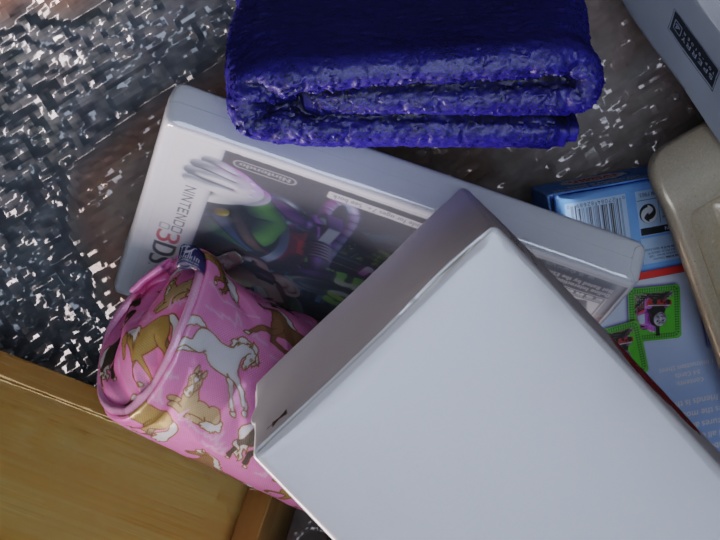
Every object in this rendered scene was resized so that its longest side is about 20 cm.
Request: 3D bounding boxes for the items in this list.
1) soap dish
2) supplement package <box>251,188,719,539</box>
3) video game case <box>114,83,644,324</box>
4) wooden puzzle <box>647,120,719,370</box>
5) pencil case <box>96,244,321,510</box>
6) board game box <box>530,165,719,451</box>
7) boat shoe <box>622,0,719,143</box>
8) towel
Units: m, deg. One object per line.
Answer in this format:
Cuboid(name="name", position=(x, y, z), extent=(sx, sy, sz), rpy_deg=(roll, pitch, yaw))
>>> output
Cuboid(name="soap dish", position=(-0.135, 0.121, 0.975), extent=(0.199, 0.081, 0.158), rpy_deg=(22, 67, -7))
Cuboid(name="supplement package", position=(0.069, 0.085, 0.821), extent=(0.120, 0.121, 0.200), rpy_deg=(-43, 98, 4))
Cuboid(name="video game case", position=(0.000, 0.000, 0.947), extent=(0.199, 0.182, 0.023), rpy_deg=(18, 65, -5))
Cuboid(name="wooden puzzle", position=(0.238, 0.001, 0.984), extent=(0.184, 0.037, 0.201), rpy_deg=(-28, 106, -14))
Cuboid(name="pencil case", position=(-0.012, 0.061, 0.950), extent=(0.199, 0.083, 0.087), rpy_deg=(27, 86, -22))
Cuboid(name="board game box", position=(0.165, 0.048, 1.012), extent=(0.150, 0.037, 0.201), rpy_deg=(-10, 101, -10))
Cuboid(name="boat shoe", position=(0.162, -0.123, 0.947), extent=(0.068, 0.072, 0.201), rpy_deg=(-20, 63, -18))
Cuboid(name="towel", position=(0.020, -0.099, 0.909), extent=(0.147, 0.200, 0.050), rpy_deg=(-5, 115, 2))
